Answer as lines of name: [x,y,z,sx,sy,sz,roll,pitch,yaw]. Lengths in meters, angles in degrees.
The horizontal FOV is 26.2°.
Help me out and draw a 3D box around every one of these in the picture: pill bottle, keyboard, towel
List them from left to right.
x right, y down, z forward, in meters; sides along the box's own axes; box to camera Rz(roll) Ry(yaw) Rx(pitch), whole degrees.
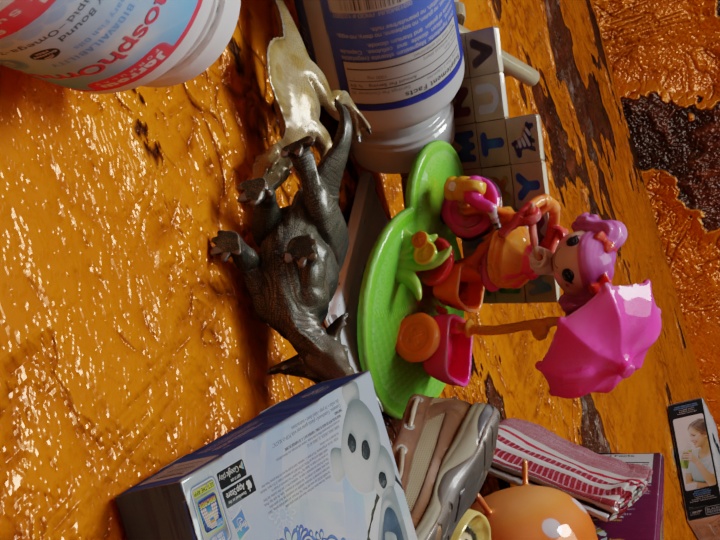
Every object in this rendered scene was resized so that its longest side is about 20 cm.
pill bottle: [-0.126,-0.135,0.651,0.200,0.108,0.110,12,64,-70]
keyboard: [0.000,0.000,1.107,0.201,0.011,0.057,-77,153,-56]
pill bottle: [0.014,-0.171,1.091,0.113,0.111,0.201,-86,167,-46]
towel: [0.161,0.159,1.280,0.200,0.143,0.023,1,108,-72]

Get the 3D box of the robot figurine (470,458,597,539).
robot figurine: [0.127,0.245,1.125,0.117,0.143,0.202,-177,-109,-79]

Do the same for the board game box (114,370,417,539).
board game box: [-0.025,0.173,0.773,0.200,0.043,0.201,-22,97,-62]

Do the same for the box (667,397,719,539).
box: [0.543,0.319,2.461,0.117,0.060,0.202,50,31,-54]

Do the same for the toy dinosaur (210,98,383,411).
toy dinosaur: [-0.037,-0.012,0.913,0.103,0.076,0.201,70,15,-51]

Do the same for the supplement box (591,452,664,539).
supplement box: [0.215,0.260,1.366,0.200,0.102,0.132,-56,143,-68]

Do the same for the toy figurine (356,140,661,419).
toy figurine: [0.117,0.012,1.055,0.150,0.183,0.202,32,67,-56]

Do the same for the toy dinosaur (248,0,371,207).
toy dinosaur: [-0.039,-0.118,0.996,0.101,0.058,0.202,50,30,-51]

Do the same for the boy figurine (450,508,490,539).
boy figurine: [0.055,0.244,0.989,0.125,0.064,0.201,55,29,-42]

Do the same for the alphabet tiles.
alphabet tiles: [0.081,-0.075,1.160,0.007,0.167,0.202,-10,94,-35]

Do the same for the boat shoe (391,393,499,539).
boat shoe: [0.022,0.149,0.957,0.200,0.071,0.076,-53,157,-49]

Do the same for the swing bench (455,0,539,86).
swing bench: [0.040,-0.259,1.253,0.200,0.129,0.201,42,37,-52]
